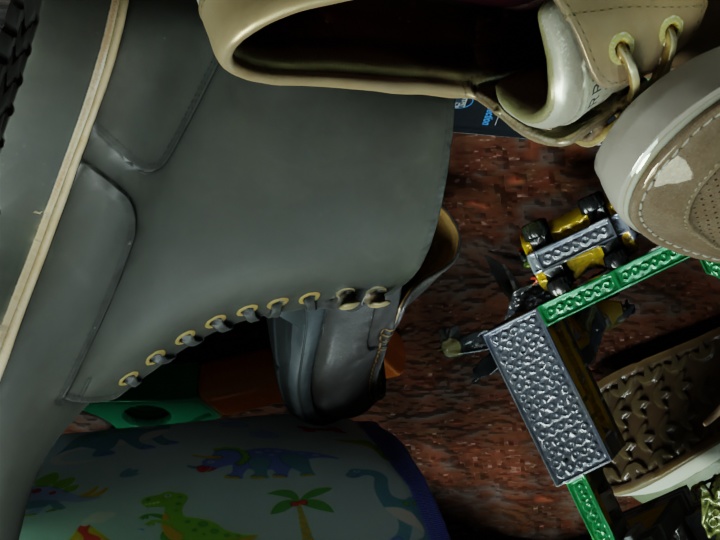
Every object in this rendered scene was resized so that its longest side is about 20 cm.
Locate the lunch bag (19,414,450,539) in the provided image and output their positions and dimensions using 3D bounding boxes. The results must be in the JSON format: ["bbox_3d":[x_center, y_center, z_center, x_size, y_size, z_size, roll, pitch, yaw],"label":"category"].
[{"bbox_3d":[-0.055,0.125,0.997,0.169,0.129,0.200,-5,-174,-10],"label":"lunch bag"}]

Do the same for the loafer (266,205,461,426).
[{"bbox_3d":[0.000,0.000,0.985,0.072,0.073,0.200,-11,159,1],"label":"loafer"}]

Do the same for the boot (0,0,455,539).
[{"bbox_3d":[-0.052,0.017,0.834,0.137,0.078,0.201,13,110,-17],"label":"boot"}]

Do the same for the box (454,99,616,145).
[{"bbox_3d":[0.062,-0.105,0.818,0.158,0.046,0.200,4,151,-7],"label":"box"}]

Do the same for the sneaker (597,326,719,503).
[{"bbox_3d":[0.183,0.049,1.091,0.199,0.068,0.090,-21,152,36],"label":"sneaker"}]

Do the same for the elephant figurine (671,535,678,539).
[{"bbox_3d":[0.080,0.172,1.261,0.199,0.143,0.155,-4,-175,-27],"label":"elephant figurine"}]

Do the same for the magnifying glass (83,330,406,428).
[{"bbox_3d":[-0.077,0.050,1.132,0.199,0.023,0.080,-12,149,24],"label":"magnifying glass"}]

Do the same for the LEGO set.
[{"bbox_3d":[0.130,0.057,1.011,0.153,0.201,0.116,-34,178,15],"label":"LEGO set"}]

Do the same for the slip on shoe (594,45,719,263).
[{"bbox_3d":[0.155,-0.015,0.787,0.199,0.061,0.076,10,131,-37],"label":"slip on shoe"}]

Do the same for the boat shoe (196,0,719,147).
[{"bbox_3d":[0.050,-0.067,0.766,0.198,0.067,0.074,4,150,-11],"label":"boat shoe"}]
